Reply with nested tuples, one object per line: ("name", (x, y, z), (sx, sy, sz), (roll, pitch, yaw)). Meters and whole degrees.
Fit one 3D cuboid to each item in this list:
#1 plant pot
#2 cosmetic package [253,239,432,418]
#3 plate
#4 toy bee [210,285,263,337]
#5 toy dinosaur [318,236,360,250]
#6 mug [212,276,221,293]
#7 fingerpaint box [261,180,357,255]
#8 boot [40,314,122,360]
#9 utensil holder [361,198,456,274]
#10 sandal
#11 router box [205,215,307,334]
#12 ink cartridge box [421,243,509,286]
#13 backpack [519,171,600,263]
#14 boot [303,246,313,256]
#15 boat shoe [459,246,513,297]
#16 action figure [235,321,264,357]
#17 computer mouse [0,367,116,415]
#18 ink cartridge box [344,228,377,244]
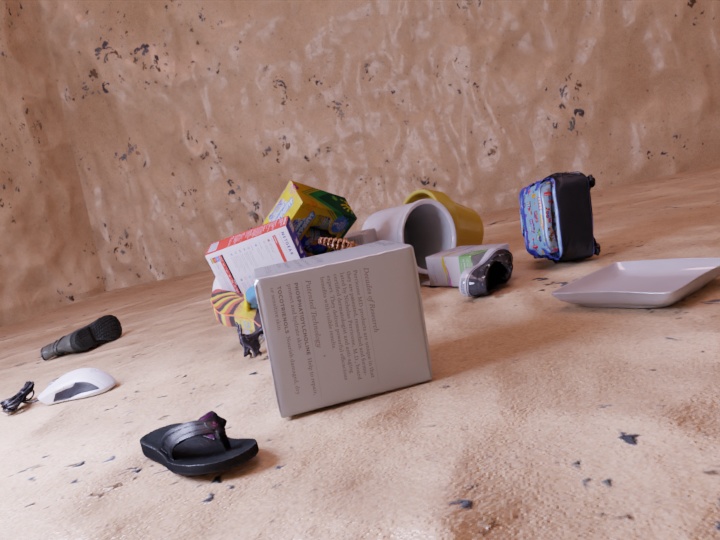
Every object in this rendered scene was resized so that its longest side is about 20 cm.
("plant pot", (0.222, -0.104, 1.706), (0.184, 0.208, 0.199), (3, -2, -33))
("cosmetic package", (-0.029, 0.065, 0.833), (0.194, 0.172, 0.167), (-12, 7, -10))
("plate", (0.419, 0.020, 0.954), (0.196, 0.033, 0.197), (-19, 9, -35))
("toy bee", (-0.193, 0.084, 1.209), (0.194, 0.132, 0.111), (-13, 45, 16))
("toy dinosaur", (0.000, 0.000, 1.255), (0.196, 0.138, 0.102), (30, -9, 1))
("mug", (-0.222, 0.047, 1.452), (0.184, 0.154, 0.151), (-25, 21, -34))
("fingerpaint box", (-0.128, -0.075, 1.377), (0.164, 0.074, 0.201), (11, -54, -46))
("boot", (-0.727, 0.174, 1.669), (0.127, 0.070, 0.200), (-16, 4, 18))
("utensil holder", (0.112, -0.076, 1.561), (0.166, 0.176, 0.198), (-16, 7, -30))
("sandal", (-0.185, 0.180, 0.690), (0.197, 0.050, 0.074), (-7, 9, 45))
("router box", (-0.184, 0.017, 1.272), (0.174, 0.204, 0.049), (-17, 27, 10))
("ink cartridge box", (0.223, -0.012, 1.407), (0.114, 0.070, 0.198), (-17, 8, -30))
("backpack", (0.412, -0.111, 1.382), (0.130, 0.189, 0.200), (-6, 3, -8))
("boot", (-0.110, 0.021, 1.391), (0.076, 0.073, 0.201), (-46, -27, -13))
("boat shoe", (0.262, 0.002, 1.245), (0.065, 0.072, 0.198), (3, 15, 36))
("action figure", (-0.120, 0.084, 1.127), (0.194, 0.105, 0.119), (-16, -3, -14))
("computer mouse", (-0.530, 0.205, 1.135), (0.193, 0.045, 0.110), (-13, 6, 0))
("ink cartridge box", (-0.051, -0.007, 1.531), (0.194, 0.150, 0.084), (-9, 8, 25))
